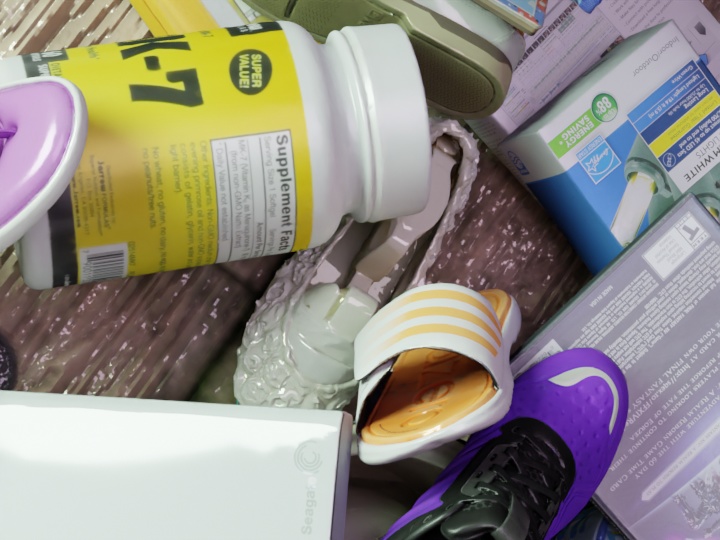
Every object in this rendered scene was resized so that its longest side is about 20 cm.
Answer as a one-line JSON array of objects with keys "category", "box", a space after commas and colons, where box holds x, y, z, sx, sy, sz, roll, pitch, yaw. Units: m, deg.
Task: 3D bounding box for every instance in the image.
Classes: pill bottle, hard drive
[{"category": "pill bottle", "box": [-0.073, -0.060, 1.221, 0.199, 0.114, 0.115, -9, 86, -11]}, {"category": "hard drive", "box": [-0.108, 0.127, 1.191, 0.199, 0.026, 0.132, 3, 81, 15]}]

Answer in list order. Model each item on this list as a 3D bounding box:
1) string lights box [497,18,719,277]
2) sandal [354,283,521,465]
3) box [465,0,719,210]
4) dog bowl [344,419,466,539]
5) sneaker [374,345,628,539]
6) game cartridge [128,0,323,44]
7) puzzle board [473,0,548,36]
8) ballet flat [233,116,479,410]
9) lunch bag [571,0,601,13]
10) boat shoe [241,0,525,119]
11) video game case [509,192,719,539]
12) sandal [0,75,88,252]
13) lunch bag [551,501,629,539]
[{"category": "string lights box", "box": [0.175, -0.019, 1.323, 0.103, 0.059, 0.200, -40, 98, -17]}, {"category": "sandal", "box": [0.032, 0.034, 1.231, 0.079, 0.207, 0.059, -20, 104, 13]}, {"category": "box", "box": [0.127, -0.108, 1.367, 0.144, 0.036, 0.200, -46, 101, -20]}, {"category": "dog bowl", "box": [-0.002, 0.175, 1.259, 0.200, 0.074, 0.201, 3, 83, -21]}, {"category": "sneaker", "box": [0.066, 0.116, 1.191, 0.070, 0.100, 0.200, 45, 76, -5]}, {"category": "game cartridge", "box": [-0.064, -0.208, 1.306, 0.176, 0.032, 0.200, -39, 99, -21]}, {"category": "puzzle board", "box": [0.019, -0.216, 1.272, 0.200, 0.017, 0.151, 31, 40, -14]}, {"category": "ballet flat", "box": [0.000, 0.000, 1.287, 0.072, 0.072, 0.200, 34, 73, -14]}, {"category": "lunch bag", "box": [0.082, -0.241, 1.279, 0.150, 0.200, 0.094, 30, 118, -10]}, {"category": "boat shoe", "box": [-0.003, -0.156, 1.275, 0.200, 0.075, 0.068, 34, 55, -18]}, {"category": "video game case", "box": [0.180, 0.082, 1.273, 0.143, 0.019, 0.200, -42, 95, -8]}, {"category": "sandal", "box": [-0.212, -0.035, 1.145, 0.050, 0.202, 0.083, 28, 48, -52]}, {"category": "lunch bag", "box": [0.183, 0.212, 1.321, 0.200, 0.082, 0.161, 15, 77, -19]}]
